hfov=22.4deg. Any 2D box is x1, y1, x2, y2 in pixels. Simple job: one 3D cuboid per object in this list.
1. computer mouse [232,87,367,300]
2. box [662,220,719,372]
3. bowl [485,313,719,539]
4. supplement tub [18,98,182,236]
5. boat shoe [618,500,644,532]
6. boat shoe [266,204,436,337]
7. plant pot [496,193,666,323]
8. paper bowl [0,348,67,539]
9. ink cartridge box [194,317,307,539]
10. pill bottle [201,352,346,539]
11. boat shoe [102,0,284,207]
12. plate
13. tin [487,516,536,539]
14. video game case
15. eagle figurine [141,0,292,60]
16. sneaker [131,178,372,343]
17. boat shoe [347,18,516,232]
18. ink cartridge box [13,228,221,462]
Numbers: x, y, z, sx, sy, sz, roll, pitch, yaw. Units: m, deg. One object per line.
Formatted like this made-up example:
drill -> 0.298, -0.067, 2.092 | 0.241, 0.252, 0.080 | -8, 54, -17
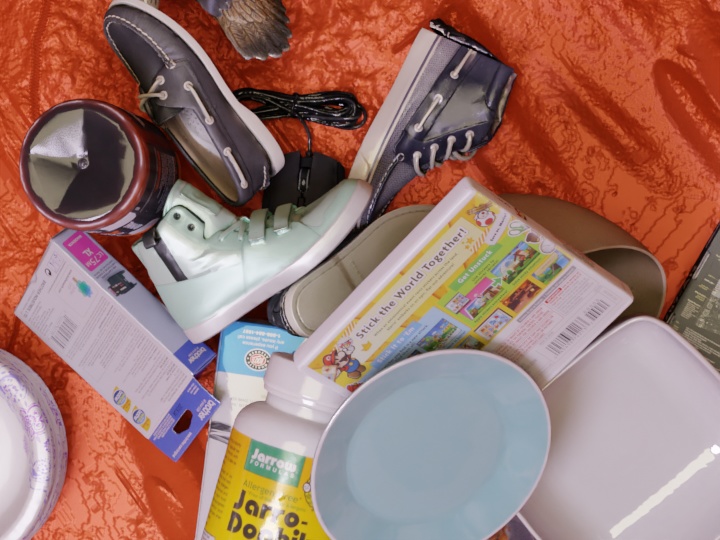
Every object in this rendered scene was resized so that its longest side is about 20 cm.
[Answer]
computer mouse -> -0.077, -0.065, 1.589 | 0.140, 0.046, 0.201 | 9, 91, 4
box -> 0.357, 0.071, 1.552 | 0.199, 0.044, 0.161 | 29, 92, 4
bowl -> 0.218, 0.148, 1.498 | 0.200, 0.075, 0.200 | -41, 101, 5
supplement tub -> -0.209, -0.082, 1.523 | 0.106, 0.200, 0.108 | 0, 89, 7
boat shoe -> 0.290, 0.269, 1.544 | 0.074, 0.069, 0.200 | -43, 85, 5
boat shoe -> 0.001, 0.002, 1.550 | 0.199, 0.066, 0.075 | -36, 105, -34
plant pot -> 0.134, 0.013, 1.515 | 0.200, 0.200, 0.135 | -38, 53, 4
paper bowl -> -0.354, 0.159, 1.585 | 0.199, 0.104, 0.202 | 0, 90, 4
ink cartridge box -> -0.055, 0.148, 1.568 | 0.146, 0.086, 0.201 | 8, 92, 5
pill bottle -> -0.058, 0.173, 1.462 | 0.112, 0.113, 0.201 | 17, 92, 5
boat shoe -> -0.149, -0.139, 1.522 | 0.200, 0.074, 0.060 | 50, 59, -17
plate -> 0.053, 0.142, 1.412 | 0.199, 0.026, 0.201 | -9, 122, -16
tin -> 0.072, 0.253, 1.522 | 0.199, 0.042, 0.113 | 6, 83, -39
video game case -> 0.079, 0.043, 1.389 | 0.182, 0.023, 0.200 | 32, 114, -31
eagle figurine -> -0.160, -0.257, 1.550 | 0.199, 0.152, 0.152 | 8, 123, 23
sneaker -> -0.094, -0.040, 1.492 | 0.200, 0.074, 0.118 | -35, 102, 9
boat shoe -> 0.060, -0.110, 1.561 | 0.092, 0.075, 0.201 | 25, 92, 12
ink cartridge box -> -0.203, 0.064, 1.571 | 0.200, 0.042, 0.119 | 44, 138, 5
